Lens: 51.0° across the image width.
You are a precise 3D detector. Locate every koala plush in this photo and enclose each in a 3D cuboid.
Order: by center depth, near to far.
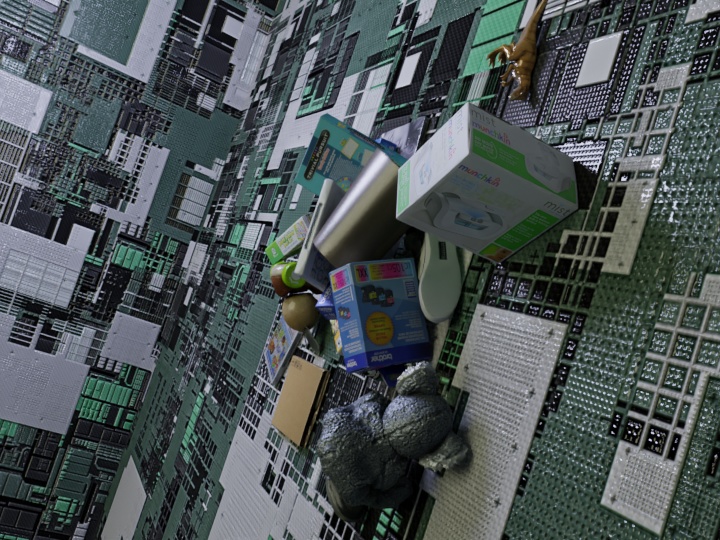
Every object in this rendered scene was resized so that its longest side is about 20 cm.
[{"bbox_3d":[0.053,0.245,1.114,0.197,0.183,0.181,-26,69,22],"label":"koala plush"}]

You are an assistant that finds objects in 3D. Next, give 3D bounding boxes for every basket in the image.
[{"bbox_3d":[0.019,-0.093,1.323,0.201,0.135,0.181,-50,17,8],"label":"basket"}]

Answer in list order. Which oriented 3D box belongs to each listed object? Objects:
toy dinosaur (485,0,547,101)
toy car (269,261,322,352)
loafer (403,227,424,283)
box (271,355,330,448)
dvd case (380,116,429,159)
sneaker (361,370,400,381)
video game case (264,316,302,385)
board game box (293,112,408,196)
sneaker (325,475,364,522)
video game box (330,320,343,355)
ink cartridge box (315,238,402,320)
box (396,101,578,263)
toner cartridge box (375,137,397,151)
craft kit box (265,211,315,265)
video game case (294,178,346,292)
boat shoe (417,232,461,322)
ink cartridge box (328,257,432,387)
[{"bbox_3d":[0.274,-0.372,1.266,0.105,0.060,0.205,7,82,41],"label":"toy dinosaur"},{"bbox_3d":[-0.116,0.077,1.689,0.164,0.154,0.206,-176,78,-72],"label":"toy car"},{"bbox_3d":[0.096,-0.060,1.373,0.072,0.062,0.204,-45,34,43],"label":"loafer"},{"bbox_3d":[-0.134,0.282,1.652,0.199,0.021,0.167,7,79,66],"label":"box"},{"bbox_3d":[0.074,-0.240,1.620,0.199,0.016,0.152,-5,67,65],"label":"dvd case"},{"bbox_3d":[0.005,0.117,1.364,0.072,0.079,0.201,-59,39,23],"label":"sneaker"},{"bbox_3d":[-0.181,0.160,1.856,0.203,0.018,0.144,-62,25,17],"label":"video game case"},{"bbox_3d":[-0.020,-0.205,1.550,0.153,0.197,0.047,-62,-6,25],"label":"board game box"},{"bbox_3d":[-0.004,0.315,1.280,0.115,0.075,0.203,128,156,-48],"label":"sneaker"},{"bbox_3d":[0.002,0.042,1.520,0.202,0.046,0.184,-58,24,24],"label":"video game box"},{"bbox_3d":[0.000,0.000,1.416,0.093,0.044,0.202,-5,47,43],"label":"ink cartridge box"},{"bbox_3d":[0.178,-0.119,1.077,0.176,0.197,0.099,-38,39,48],"label":"box"},{"bbox_3d":[0.010,-0.228,1.679,0.199,0.042,0.097,-2,71,67],"label":"toner cartridge box"},{"bbox_3d":[-0.090,-0.095,1.671,0.199,0.195,0.049,-34,81,54],"label":"craft kit box"},{"bbox_3d":[-0.047,-0.051,1.444,0.023,0.200,0.186,13,79,25],"label":"video game case"},{"bbox_3d":[0.127,0.003,1.267,0.070,0.069,0.204,103,170,-59],"label":"boat shoe"},{"bbox_3d":[0.037,0.090,1.248,0.076,0.134,0.205,-22,76,57],"label":"ink cartridge box"}]
